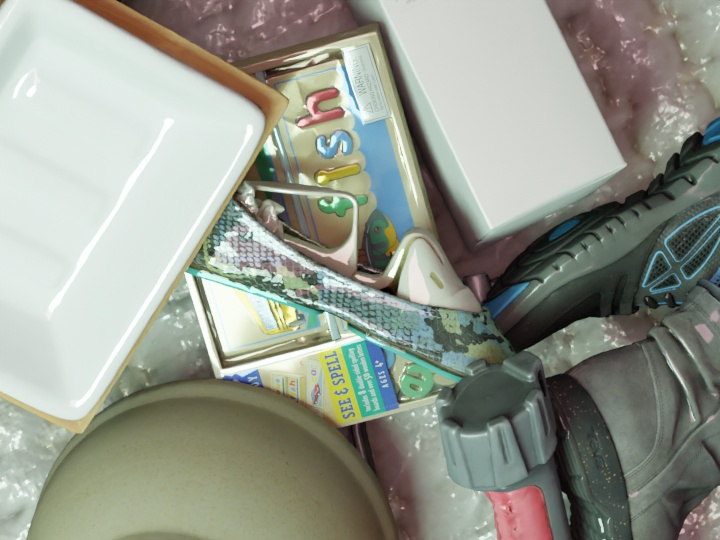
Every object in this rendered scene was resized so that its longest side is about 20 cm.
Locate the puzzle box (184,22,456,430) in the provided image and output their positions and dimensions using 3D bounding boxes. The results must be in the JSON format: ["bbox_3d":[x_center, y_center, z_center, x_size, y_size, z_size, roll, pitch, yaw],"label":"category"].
[{"bbox_3d":[-0.028,-0.015,1.380,0.133,0.025,0.201,-15,104,7],"label":"puzzle box"}]

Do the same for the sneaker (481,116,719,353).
[{"bbox_3d":[0.154,-0.004,1.403,0.200,0.073,0.082,-32,102,-2],"label":"sneaker"}]

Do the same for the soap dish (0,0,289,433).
[{"bbox_3d":[-0.153,-0.041,1.289,0.157,0.081,0.200,28,104,-21],"label":"soap dish"}]

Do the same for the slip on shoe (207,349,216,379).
[{"bbox_3d":[-0.040,-0.022,1.421,0.076,0.061,0.201,15,88,11],"label":"slip on shoe"}]

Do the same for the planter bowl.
[{"bbox_3d":[-0.087,0.172,1.355,0.199,0.135,0.201,3,108,9],"label":"planter bowl"}]

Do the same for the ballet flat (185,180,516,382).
[{"bbox_3d":[0.000,0.000,1.335,0.199,0.074,0.075,21,89,-5],"label":"ballet flat"}]

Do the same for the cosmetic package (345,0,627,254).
[{"bbox_3d":[0.053,-0.119,1.399,0.085,0.108,0.201,-27,88,-7],"label":"cosmetic package"}]

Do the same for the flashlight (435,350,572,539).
[{"bbox_3d":[0.077,0.137,1.345,0.068,0.068,0.200,-10,130,7],"label":"flashlight"}]

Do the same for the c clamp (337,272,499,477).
[{"bbox_3d":[0.058,0.100,1.432,0.170,0.027,0.201,-7,87,3],"label":"c clamp"}]

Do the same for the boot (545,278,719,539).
[{"bbox_3d":[0.170,0.115,1.390,0.131,0.070,0.201,-27,120,-19],"label":"boot"}]
